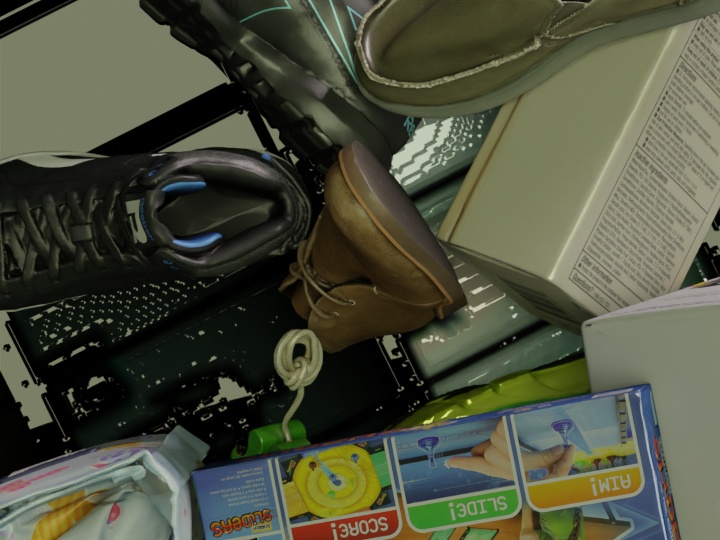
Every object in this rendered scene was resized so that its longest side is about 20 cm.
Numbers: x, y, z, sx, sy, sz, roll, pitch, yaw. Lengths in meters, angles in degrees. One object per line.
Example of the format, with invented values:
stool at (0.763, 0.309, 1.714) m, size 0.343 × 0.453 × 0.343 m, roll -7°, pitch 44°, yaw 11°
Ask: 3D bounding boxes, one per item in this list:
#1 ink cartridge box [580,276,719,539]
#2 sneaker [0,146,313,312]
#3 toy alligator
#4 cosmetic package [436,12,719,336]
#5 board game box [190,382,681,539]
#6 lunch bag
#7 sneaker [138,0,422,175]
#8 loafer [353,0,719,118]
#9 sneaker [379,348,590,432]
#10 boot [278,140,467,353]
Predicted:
ink cartridge box at (0.188, 0.075, 1.110) m, size 0.084 × 0.200 × 0.146 m, roll -7°, pitch 93°, yaw 32°
sneaker at (-0.120, -0.025, 1.126) m, size 0.199 × 0.112 × 0.073 m, roll -10°, pitch 92°, yaw -4°
toy alligator at (-0.044, 0.108, 1.149) m, size 0.059 × 0.054 × 0.201 m, roll -12°, pitch 118°, yaw -31°
cosmetic package at (0.127, -0.074, 1.132) m, size 0.073 × 0.103 × 0.201 m, roll 21°, pitch 80°, yaw 38°
board game box at (0.037, 0.132, 1.037) m, size 0.199 × 0.034 × 0.136 m, roll -11°, pitch 90°, yaw 15°
lunch bag at (-0.145, 0.154, 1.102) m, size 0.127 × 0.170 × 0.200 m, roll 38°, pitch 92°, yaw -2°
sneaker at (-0.046, -0.129, 1.158) m, size 0.200 × 0.075 × 0.079 m, roll 44°, pitch 77°, yaw -13°
loafer at (0.078, -0.130, 1.079) m, size 0.199 × 0.070 × 0.076 m, roll -22°, pitch 59°, yaw 22°
sneaker at (0.083, 0.089, 1.166) m, size 0.199 × 0.074 × 0.084 m, roll -17°, pitch 89°, yaw -4°
boot at (0.000, 0.000, 1.096) m, size 0.075 × 0.200 × 0.074 m, roll -28°, pitch 75°, yaw 0°
